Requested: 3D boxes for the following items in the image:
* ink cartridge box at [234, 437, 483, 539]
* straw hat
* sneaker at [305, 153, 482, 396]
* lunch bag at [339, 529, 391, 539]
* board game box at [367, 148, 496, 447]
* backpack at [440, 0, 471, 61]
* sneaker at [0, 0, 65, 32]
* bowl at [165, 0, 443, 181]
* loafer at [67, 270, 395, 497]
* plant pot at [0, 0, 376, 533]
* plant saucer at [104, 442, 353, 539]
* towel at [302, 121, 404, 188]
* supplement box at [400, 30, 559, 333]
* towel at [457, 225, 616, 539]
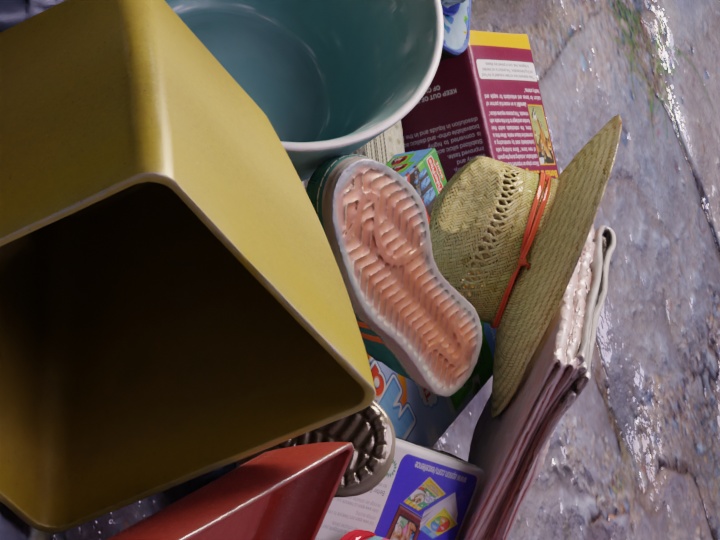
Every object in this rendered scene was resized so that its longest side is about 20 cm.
[{"bbox_3d":[-0.024,0.184,1.518,0.198,0.043,0.201,24,86,-56],"label":"ink cartridge box"},{"bbox_3d":[0.082,-0.018,1.638,0.201,0.085,0.202,-158,-90,-88],"label":"straw hat"},{"bbox_3d":[0.000,0.000,1.504,0.072,0.080,0.200,-56,145,-21],"label":"sneaker"},{"bbox_3d":[-0.003,0.247,1.453,0.201,0.081,0.177,-59,147,-32],"label":"lunch bag"},{"bbox_3d":[0.017,0.034,1.648,0.200,0.036,0.152,-45,120,-52],"label":"board game box"},{"bbox_3d":[-0.005,-0.231,1.648,0.200,0.146,0.184,47,27,-23],"label":"backpack"},{"bbox_3d":[-0.133,-0.186,1.398,0.199,0.085,0.075,-33,74,-33],"label":"sneaker"},{"bbox_3d":[-0.062,-0.125,1.502,0.199,0.105,0.202,9,57,-14],"label":"bowl"},{"bbox_3d":[-0.068,0.066,1.408,0.076,0.199,0.068,-54,159,-14],"label":"loafer"},{"bbox_3d":[-0.128,-0.022,1.308,0.200,0.199,0.177,47,29,-43],"label":"plant pot"},{"bbox_3d":[-0.099,0.181,1.302,0.200,0.037,0.201,-24,143,-55],"label":"plant saucer"},{"bbox_3d":[-0.024,-0.038,1.675,0.192,0.034,0.202,11,71,-57],"label":"towel"},{"bbox_3d":[0.077,-0.054,1.802,0.110,0.085,0.202,-6,83,-63],"label":"supplement box"},{"bbox_3d":[0.103,0.087,1.638,0.200,0.032,0.192,-71,-176,-62],"label":"towel"}]
